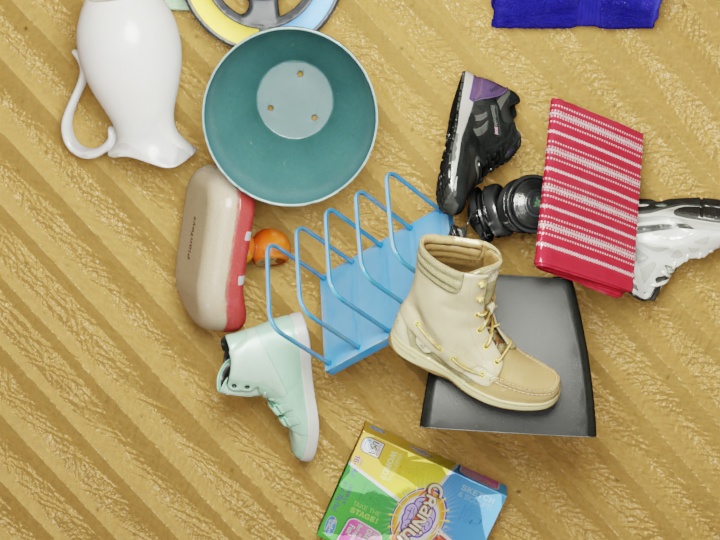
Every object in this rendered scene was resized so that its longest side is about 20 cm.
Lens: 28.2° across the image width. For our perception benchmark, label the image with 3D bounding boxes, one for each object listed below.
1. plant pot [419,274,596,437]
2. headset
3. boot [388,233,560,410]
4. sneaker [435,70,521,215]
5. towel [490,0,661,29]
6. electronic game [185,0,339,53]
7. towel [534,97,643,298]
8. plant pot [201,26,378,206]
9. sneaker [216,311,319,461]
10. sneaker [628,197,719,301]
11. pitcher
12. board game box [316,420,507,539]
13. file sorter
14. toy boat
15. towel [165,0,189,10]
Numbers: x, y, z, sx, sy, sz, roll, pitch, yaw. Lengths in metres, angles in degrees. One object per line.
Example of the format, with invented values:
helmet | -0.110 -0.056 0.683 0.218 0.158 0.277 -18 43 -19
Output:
plant pot | 0.175 0.094 1.683 0.197 0.200 0.180 4 89 4
headset | 0.173 -0.057 1.650 0.123 0.199 0.095 -11 97 49
boot | 0.136 0.054 1.527 0.198 0.073 0.157 25 130 12
sneaker | 0.142 -0.144 1.644 0.086 0.202 0.076 15 145 -2
towel | 0.247 -0.330 1.628 0.197 0.050 0.149 1 139 5
electronic game | -0.116 -0.356 1.679 0.197 0.042 0.203 0 102 -2
towel | 0.260 -0.081 1.629 0.143 0.022 0.203 17 73 -31
plant pot | -0.079 -0.188 1.665 0.197 0.135 0.203 0 105 0
sneaker | -0.115 0.150 1.743 0.117 0.074 0.203 -11 117 -10
sneaker | 0.378 -0.023 1.708 0.198 0.076 0.117 3 110 12
pitcher | -0.289 -0.227 1.693 0.169 0.121 0.202 -1 114 14
board game box | 0.064 0.301 1.798 0.198 0.040 0.155 24 101 0
file sorter | 0.000 0.000 1.646 0.199 0.140 0.122 -29 137 29
toy boat | -0.145 -0.026 1.727 0.129 0.130 0.203 4 102 -26
towel | -0.246 -0.411 1.698 0.150 0.023 0.203 2 101 3
